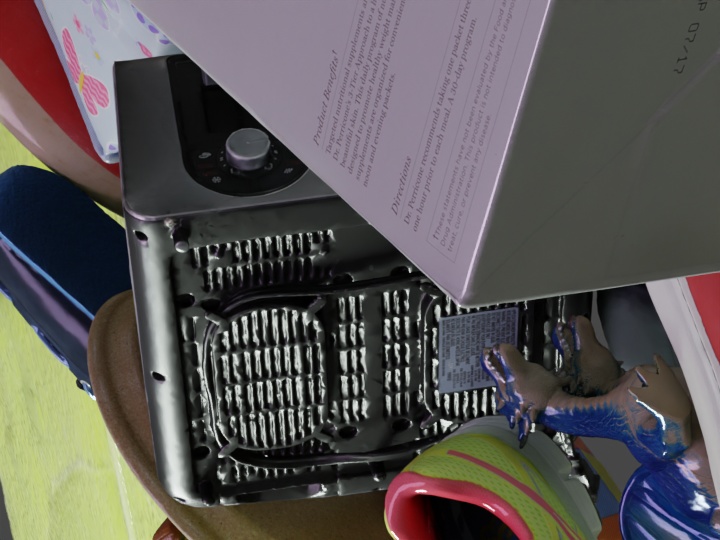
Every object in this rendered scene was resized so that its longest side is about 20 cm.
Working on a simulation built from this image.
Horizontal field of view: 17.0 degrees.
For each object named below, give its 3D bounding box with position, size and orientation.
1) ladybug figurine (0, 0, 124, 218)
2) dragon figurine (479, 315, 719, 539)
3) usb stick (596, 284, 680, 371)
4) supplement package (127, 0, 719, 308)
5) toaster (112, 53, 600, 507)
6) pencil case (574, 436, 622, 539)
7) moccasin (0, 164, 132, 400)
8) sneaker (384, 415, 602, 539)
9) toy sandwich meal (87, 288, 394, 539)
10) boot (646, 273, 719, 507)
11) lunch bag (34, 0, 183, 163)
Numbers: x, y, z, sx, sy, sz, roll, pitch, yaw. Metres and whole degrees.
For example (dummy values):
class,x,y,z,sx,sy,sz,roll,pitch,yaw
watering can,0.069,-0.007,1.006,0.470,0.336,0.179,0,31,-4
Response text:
class,x,y,z,sx,sy,sz,roll,pitch,yaw
ladybug figurine,-0.123,-0.101,1.207,0.200,0.136,0.072,38,124,-14
dragon figurine,0.128,0.080,0.848,0.200,0.059,0.100,46,156,13
usb stick,0.152,0.038,0.872,0.200,0.032,0.056,25,132,56
supplement package,0.050,-0.128,0.704,0.200,0.146,0.193,43,128,41
toaster,0.000,0.000,0.952,0.201,0.179,0.119,87,174,-45
pencil case,0.091,0.134,1.047,0.201,0.088,0.089,55,156,24
moccasin,-0.109,0.031,1.181,0.200,0.080,0.068,49,148,5
sneaker,0.073,0.143,0.876,0.078,0.090,0.200,-49,68,21
toy sandwich meal,-0.053,0.096,1.073,0.070,0.205,0.206,-45,67,24
boot,0.164,0.024,0.738,0.145,0.072,0.201,-59,46,50
lunch bag,-0.103,-0.176,1.094,0.201,0.126,0.170,67,160,12
